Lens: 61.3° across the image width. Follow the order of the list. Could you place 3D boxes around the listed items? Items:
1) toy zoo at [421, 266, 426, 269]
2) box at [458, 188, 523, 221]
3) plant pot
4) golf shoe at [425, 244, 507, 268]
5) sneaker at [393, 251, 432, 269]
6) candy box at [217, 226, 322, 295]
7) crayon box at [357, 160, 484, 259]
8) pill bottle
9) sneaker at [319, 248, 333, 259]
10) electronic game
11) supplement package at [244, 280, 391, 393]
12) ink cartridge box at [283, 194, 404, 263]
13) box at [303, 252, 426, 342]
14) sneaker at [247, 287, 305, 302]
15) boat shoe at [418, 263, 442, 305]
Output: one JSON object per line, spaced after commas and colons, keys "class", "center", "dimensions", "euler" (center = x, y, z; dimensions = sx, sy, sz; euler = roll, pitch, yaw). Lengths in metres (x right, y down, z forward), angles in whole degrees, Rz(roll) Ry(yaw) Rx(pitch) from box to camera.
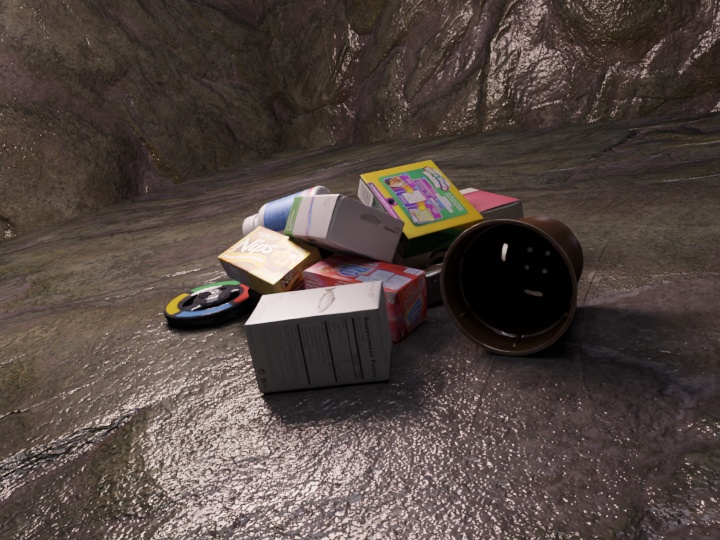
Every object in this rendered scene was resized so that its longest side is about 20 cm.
{"class": "toy zoo", "center": [0.094, 0.001, 1.278], "dimensions": [0.130, 0.021, 0.200], "euler": [-10, 18, 2]}
{"class": "box", "center": [0.250, -0.092, 1.300], "dimensions": [0.108, 0.129, 0.200], "euler": [-17, 19, -17]}
{"class": "plant pot", "center": [0.252, 0.004, 0.949], "dimensions": [0.199, 0.202, 0.198], "euler": [1, 14, 30]}
{"class": "golf shoe", "center": [0.219, -0.012, 1.169], "dimensions": [0.199, 0.078, 0.088], "euler": [6, 27, 45]}
{"class": "sneaker", "center": [0.114, -0.071, 1.265], "dimensions": [0.073, 0.117, 0.200], "euler": [2, 20, 36]}
{"class": "candy box", "center": [-0.175, -0.015, 1.181], "dimensions": [0.115, 0.056, 0.199], "euler": [-40, 38, -26]}
{"class": "crayon box", "center": [0.114, -0.126, 1.198], "dimensions": [0.171, 0.059, 0.201], "euler": [-15, 50, -23]}
{"class": "pill bottle", "center": [-0.152, -0.103, 1.311], "dimensions": [0.199, 0.113, 0.112], "euler": [-14, 15, 25]}
{"class": "sneaker", "center": [-0.058, -0.028, 1.376], "dimensions": [0.198, 0.074, 0.112], "euler": [-18, 19, 6]}
{"class": "electronic game", "center": [-0.314, 0.063, 1.281], "dimensions": [0.198, 0.042, 0.200], "euler": [-9, 18, 3]}
{"class": "supplement package", "center": [-0.057, 0.099, 0.923], "dimensions": [0.198, 0.118, 0.117], "euler": [-7, 18, 7]}
{"class": "ink cartridge box", "center": [-0.035, -0.079, 1.133], "dimensions": [0.144, 0.085, 0.200], "euler": [19, -4, -29]}
{"class": "box", "center": [0.008, 0.042, 1.059], "dimensions": [0.199, 0.096, 0.099], "euler": [13, 28, 34]}
{"class": "sneaker", "center": [-0.146, 0.049, 1.198], "dimensions": [0.114, 0.077, 0.199], "euler": [-38, 43, -14]}
{"class": "boat shoe", "center": [0.159, 0.016, 1.122], "dimensions": [0.198, 0.076, 0.072], "euler": [-8, 16, 0]}
